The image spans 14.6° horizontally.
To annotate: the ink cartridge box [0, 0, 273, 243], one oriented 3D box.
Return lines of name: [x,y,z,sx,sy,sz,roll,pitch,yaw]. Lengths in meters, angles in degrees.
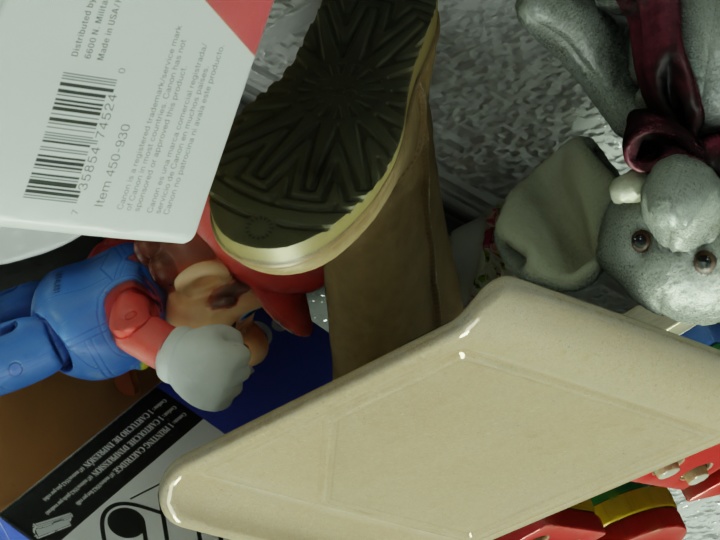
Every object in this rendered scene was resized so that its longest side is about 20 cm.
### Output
ink cartridge box: [-0.130,-0.096,0.872,0.199,0.083,0.147,6,112,-39]

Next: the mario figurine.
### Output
mario figurine: [-0.098,0.032,1.247,0.199,0.124,0.106,-22,151,8]

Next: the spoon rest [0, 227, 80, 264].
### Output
spoon rest: [-0.200,-0.023,1.198,0.199,0.061,0.099,-12,148,7]

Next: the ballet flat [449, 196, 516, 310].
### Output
ballet flat: [0.045,0.024,1.322,0.064,0.076,0.200,16,139,-9]

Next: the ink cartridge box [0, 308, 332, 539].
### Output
ink cartridge box: [-0.066,0.095,1.254,0.200,0.094,0.044,-40,157,-43]

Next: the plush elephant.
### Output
plush elephant: [0.136,-0.051,1.126,0.164,0.156,0.200,8,158,13]

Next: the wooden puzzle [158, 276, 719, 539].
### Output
wooden puzzle: [0.042,0.066,1.173,0.200,0.037,0.185,-32,146,34]

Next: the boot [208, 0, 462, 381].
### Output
boot: [0.000,0.000,1.157,0.066,0.175,0.201,15,137,19]

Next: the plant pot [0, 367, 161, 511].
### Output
plant pot: [-0.125,0.124,1.370,0.199,0.141,0.200,-7,148,-4]

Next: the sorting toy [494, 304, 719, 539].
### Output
sorting toy: [0.141,0.087,1.370,0.200,0.070,0.199,-33,158,21]
